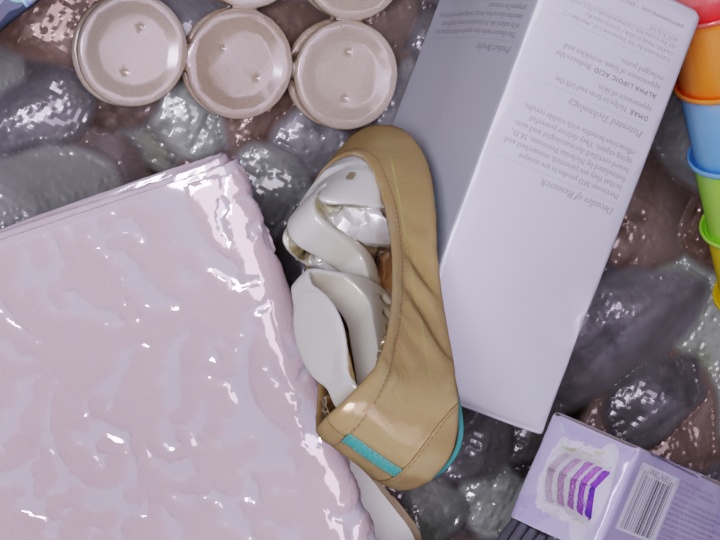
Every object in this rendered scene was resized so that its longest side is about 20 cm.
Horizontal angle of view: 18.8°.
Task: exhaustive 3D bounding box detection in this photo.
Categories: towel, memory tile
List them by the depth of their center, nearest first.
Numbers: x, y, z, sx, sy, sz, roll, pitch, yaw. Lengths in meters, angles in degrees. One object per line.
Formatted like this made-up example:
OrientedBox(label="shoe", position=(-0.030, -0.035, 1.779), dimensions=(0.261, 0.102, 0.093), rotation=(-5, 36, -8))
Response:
OrientedBox(label="towel", position=(-0.106, 0.071, 0.923), dimensions=(0.191, 0.032, 0.200), rotation=(-17, 102, 12))
OrientedBox(label="memory tile", position=(-0.049, -0.166, 0.965), dimensions=(0.153, 0.017, 0.200), rotation=(3, 97, -21))

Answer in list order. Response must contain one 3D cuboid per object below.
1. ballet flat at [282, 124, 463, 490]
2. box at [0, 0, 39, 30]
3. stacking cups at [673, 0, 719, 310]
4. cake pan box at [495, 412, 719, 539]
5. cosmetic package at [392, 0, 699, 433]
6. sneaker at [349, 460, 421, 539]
OrientedBox(label="ballet flat", position=(0.000, 0.000, 0.898), dimensions=(0.063, 0.200, 0.069), rotation=(25, 124, -30))
OrientedBox(label="box", position=(-0.194, -0.151, 0.855), dimensions=(0.200, 0.107, 0.149), rotation=(-39, 105, -9))
OrientedBox(label="stacking cups", position=(0.170, -0.073, 1.015), dimensions=(0.060, 0.060, 0.200), rotation=(-29, 119, -15))
OrientedBox(label="cake pan box", position=(0.107, 0.171, 0.998), dimensions=(0.200, 0.052, 0.184), rotation=(25, 87, -58))
OrientedBox(label="cosmetic package", position=(0.062, -0.039, 0.974), dimensions=(0.081, 0.113, 0.200), rotation=(19, 92, -22))
OrientedBox(label="sneaker", position=(-0.064, 0.083, 0.965), dimensions=(0.090, 0.067, 0.200), rotation=(-44, 109, -10))
